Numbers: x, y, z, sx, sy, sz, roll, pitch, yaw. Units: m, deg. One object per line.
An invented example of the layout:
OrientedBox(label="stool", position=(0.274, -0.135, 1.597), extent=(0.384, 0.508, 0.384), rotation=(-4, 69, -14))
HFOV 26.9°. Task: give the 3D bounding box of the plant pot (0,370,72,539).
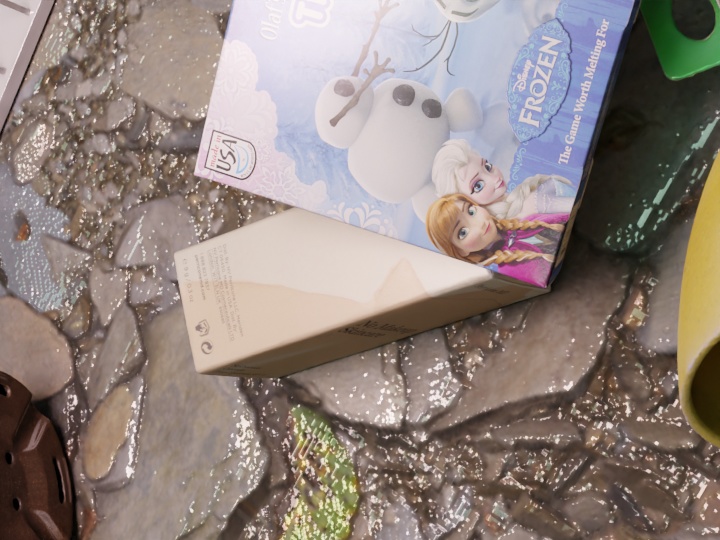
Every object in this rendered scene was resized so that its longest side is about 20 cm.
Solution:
OrientedBox(label="plant pot", position=(-0.312, 0.162, 0.994), extent=(0.197, 0.200, 0.201), rotation=(-17, 75, 19))

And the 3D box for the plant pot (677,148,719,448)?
OrientedBox(label="plant pot", position=(0.238, -0.016, 0.710), extent=(0.199, 0.200, 0.143), rotation=(-23, 52, 25))

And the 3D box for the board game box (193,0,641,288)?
OrientedBox(label="board game box", position=(0.032, -0.116, 0.764), extent=(0.198, 0.043, 0.201), rotation=(18, 106, 12))

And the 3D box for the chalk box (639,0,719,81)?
OrientedBox(label="chalk box", position=(0.238, -0.163, 0.753), extent=(0.199, 0.124, 0.125), rotation=(-26, 72, 25))

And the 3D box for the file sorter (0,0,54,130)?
OrientedBox(label="file sorter", position=(-0.327, -0.175, 1.077), extent=(0.138, 0.124, 0.201), rotation=(28, 97, 29))

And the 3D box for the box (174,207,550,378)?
OrientedBox(label="box", position=(0.000, 0.000, 0.884), extent=(0.199, 0.095, 0.078), rotation=(-19, 75, 28))
